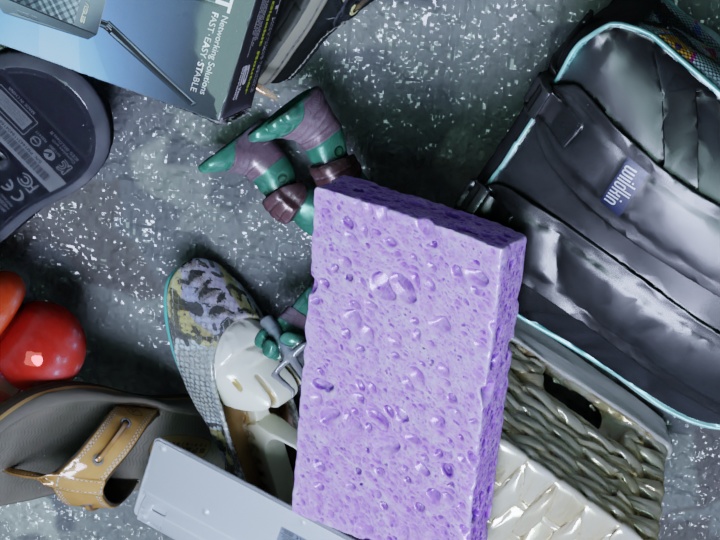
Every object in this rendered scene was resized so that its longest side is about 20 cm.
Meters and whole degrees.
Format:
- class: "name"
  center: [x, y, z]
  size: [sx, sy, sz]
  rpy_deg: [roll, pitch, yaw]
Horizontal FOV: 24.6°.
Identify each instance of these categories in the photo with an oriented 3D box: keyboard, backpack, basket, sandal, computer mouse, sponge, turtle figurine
- class: "keyboard"
  center: [-0.039, 0.162, 0.941]
  size: [0.199, 0.011, 0.057]
  rpy_deg: [26, 111, 12]
- class: "backpack"
  center: [0.171, -0.027, 0.847]
  size: [0.200, 0.153, 0.176]
  rpy_deg: [38, 118, 10]
- class: "basket"
  center: [0.074, 0.152, 0.976]
  size: [0.135, 0.124, 0.200]
  rpy_deg: [35, 117, -9]
- class: "sandal"
  center: [-0.148, 0.113, 0.972]
  size: [0.199, 0.055, 0.082]
  rpy_deg: [8, 116, -41]
- class: "computer mouse"
  center: [-0.215, -0.074, 0.955]
  size: [0.199, 0.053, 0.139]
  rpy_deg: [-26, 113, 34]
- class: "sponge"
  center: [0.022, 0.058, 0.858]
  size: [0.111, 0.030, 0.201]
  rpy_deg: [20, 120, 27]
- class: "turtle figurine"
  center: [0.000, 0.000, 0.923]
  size: [0.149, 0.101, 0.200]
  rpy_deg: [-30, 100, 36]

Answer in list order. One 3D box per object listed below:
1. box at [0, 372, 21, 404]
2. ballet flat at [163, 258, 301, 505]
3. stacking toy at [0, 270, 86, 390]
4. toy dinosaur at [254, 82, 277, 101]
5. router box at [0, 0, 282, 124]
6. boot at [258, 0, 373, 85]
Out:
- class: "box"
  center: [-0.307, 0.046, 0.990]
  size: [0.200, 0.095, 0.103]
  rpy_deg: [35, 136, -9]
- class: "ballet flat"
  center: [-0.058, 0.086, 0.987]
  size: [0.072, 0.072, 0.201]
  rpy_deg: [-11, 109, 15]
- class: "stacking toy"
  center: [-0.244, 0.001, 0.947]
  size: [0.200, 0.086, 0.085]
  rpy_deg: [36, 117, -17]
- class: "toy dinosaur"
  center: [-0.117, -0.172, 0.826]
  size: [0.106, 0.060, 0.201]
  rpy_deg: [-13, 84, 23]
- class: "router box"
  center: [-0.098, -0.186, 0.767]
  size: [0.149, 0.062, 0.201]
  rpy_deg: [19, 105, 6]
- class: "boot"
  center: [0.037, -0.156, 0.834]
  size: [0.153, 0.074, 0.204]
  rpy_deg: [7, 142, -28]
